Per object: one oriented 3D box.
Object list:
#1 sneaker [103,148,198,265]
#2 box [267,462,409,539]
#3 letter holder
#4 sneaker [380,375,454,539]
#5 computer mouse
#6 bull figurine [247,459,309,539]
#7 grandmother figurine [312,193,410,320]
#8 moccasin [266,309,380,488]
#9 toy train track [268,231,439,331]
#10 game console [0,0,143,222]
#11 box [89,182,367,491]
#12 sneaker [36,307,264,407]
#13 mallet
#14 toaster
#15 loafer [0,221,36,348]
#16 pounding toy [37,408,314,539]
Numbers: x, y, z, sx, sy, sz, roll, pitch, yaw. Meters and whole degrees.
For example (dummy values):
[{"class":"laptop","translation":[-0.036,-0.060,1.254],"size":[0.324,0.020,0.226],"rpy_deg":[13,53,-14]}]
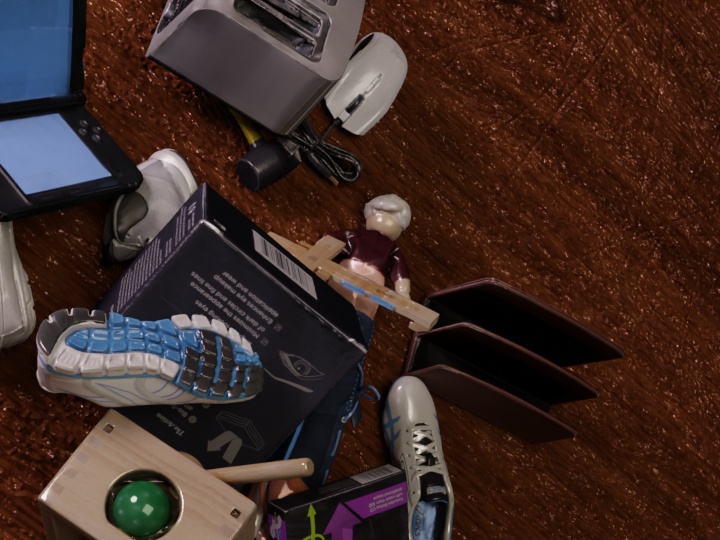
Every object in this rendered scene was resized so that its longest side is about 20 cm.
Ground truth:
[{"class":"sneaker","translation":[-0.189,-0.010,1.326],"size":[0.115,0.075,0.201],"rpy_deg":[-26,84,-29]},{"class":"box","translation":[-0.014,0.300,1.306],"size":[0.142,0.036,0.202],"rpy_deg":[-13,107,-34]},{"class":"letter holder","translation":[0.172,0.100,1.481],"size":[0.199,0.142,0.101],"rpy_deg":[28,66,-25]},{"class":"sneaker","translation":[0.067,0.209,1.434],"size":[0.071,0.072,0.202],"rpy_deg":[1,78,-30]},{"class":"computer mouse","translation":[-0.004,-0.192,1.494],"size":[0.110,0.044,0.201],"rpy_deg":[42,61,-17]},{"class":"bull figurine","translation":[-0.055,0.279,1.334],"size":[0.122,0.065,0.201],"rpy_deg":[-49,116,-27]},{"class":"grandmother figurine","translation":[0.000,0.000,1.448],"size":[0.121,0.061,0.201],"rpy_deg":[30,62,-8]},{"class":"moccasin","translation":[-0.030,0.134,1.363],"size":[0.068,0.081,0.201],"rpy_deg":[21,104,-21]},{"class":"toy train track","translation":[-0.015,0.018,1.381],"size":[0.199,0.033,0.115],"rpy_deg":[25,30,15]},{"class":"game console","translation":[-0.286,-0.155,1.219],"size":[0.176,0.117,0.199],"rpy_deg":[47,32,14]},{"class":"box","translation":[-0.134,0.065,1.255],"size":[0.196,0.118,0.200],"rpy_deg":[40,101,-19]},{"class":"sneaker","translation":[-0.182,0.085,1.168],"size":[0.198,0.087,0.076],"rpy_deg":[11,52,-17]},{"class":"mallet","translation":[-0.128,-0.183,1.420],"size":[0.065,0.041,0.202],"rpy_deg":[-24,89,-34]},{"class":"toaster","translation":[-0.096,-0.250,1.379],"size":[0.199,0.118,0.182],"rpy_deg":[30,51,-20]},{"class":"loafer","translation":[-0.348,-0.027,1.223],"size":[0.069,0.070,0.202],"rpy_deg":[-13,84,-36]},{"class":"pounding toy","translation":[-0.158,0.211,1.174],"size":[0.183,0.201,0.143],"rpy_deg":[31,59,12]}]
